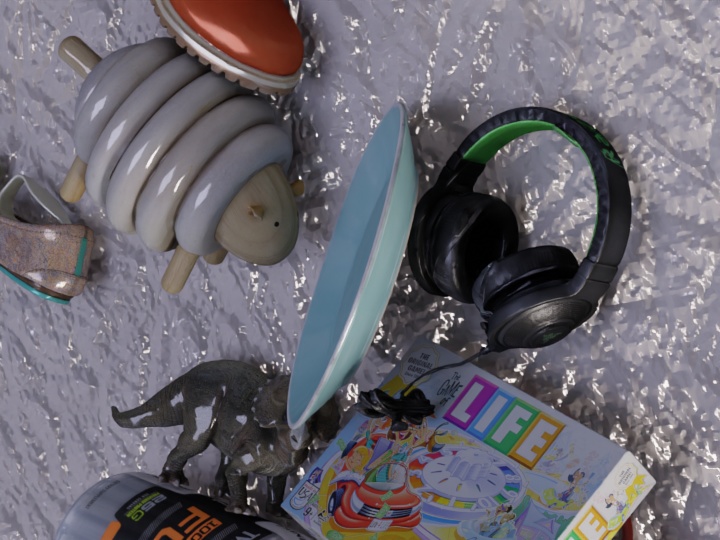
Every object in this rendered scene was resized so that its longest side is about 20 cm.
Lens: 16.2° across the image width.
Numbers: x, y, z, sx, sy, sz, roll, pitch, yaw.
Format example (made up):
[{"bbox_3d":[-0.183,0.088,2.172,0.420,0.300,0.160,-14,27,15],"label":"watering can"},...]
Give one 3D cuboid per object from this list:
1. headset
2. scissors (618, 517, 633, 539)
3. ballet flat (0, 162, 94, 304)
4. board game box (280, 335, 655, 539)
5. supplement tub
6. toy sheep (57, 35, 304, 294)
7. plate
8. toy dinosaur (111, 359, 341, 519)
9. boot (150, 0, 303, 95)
[{"bbox_3d":[0.069,0.001,1.429,0.123,0.094,0.200,40,109,36],"label":"headset"},{"bbox_3d":[0.159,0.217,1.452,0.073,0.014,0.200,-33,78,17],"label":"scissors"},{"bbox_3d":[-0.258,-0.042,1.779,0.200,0.068,0.067,26,98,31],"label":"ballet flat"},{"bbox_3d":[0.057,0.127,1.439,0.200,0.135,0.034,27,164,52],"label":"board game box"},{"bbox_3d":[-0.098,0.212,1.635,0.200,0.122,0.123,16,111,39],"label":"supplement tub"},{"bbox_3d":[-0.118,-0.075,1.578,0.200,0.138,0.138,38,126,10],"label":"toy sheep"},{"bbox_3d":[0.000,0.000,1.479,0.025,0.200,0.201,18,122,-7],"label":"plate"},{"bbox_3d":[-0.078,0.100,1.637,0.200,0.077,0.103,18,93,48],"label":"toy dinosaur"},{"bbox_3d":[-0.084,-0.204,1.555,0.107,0.075,0.200,-48,66,35],"label":"boot"}]
